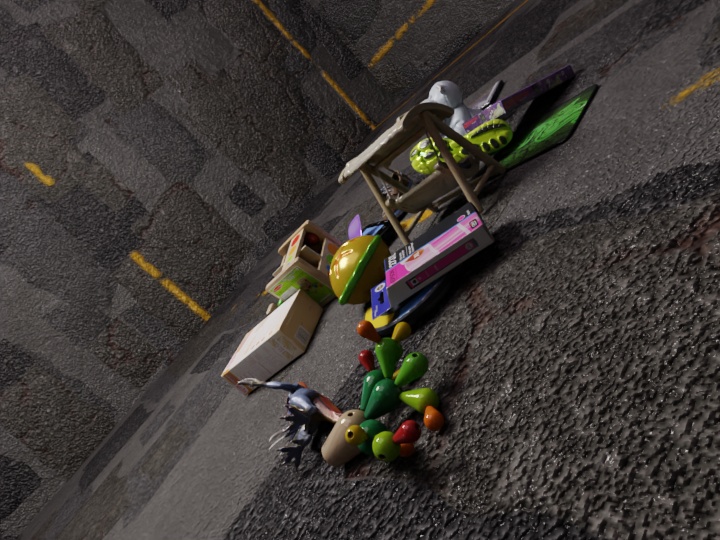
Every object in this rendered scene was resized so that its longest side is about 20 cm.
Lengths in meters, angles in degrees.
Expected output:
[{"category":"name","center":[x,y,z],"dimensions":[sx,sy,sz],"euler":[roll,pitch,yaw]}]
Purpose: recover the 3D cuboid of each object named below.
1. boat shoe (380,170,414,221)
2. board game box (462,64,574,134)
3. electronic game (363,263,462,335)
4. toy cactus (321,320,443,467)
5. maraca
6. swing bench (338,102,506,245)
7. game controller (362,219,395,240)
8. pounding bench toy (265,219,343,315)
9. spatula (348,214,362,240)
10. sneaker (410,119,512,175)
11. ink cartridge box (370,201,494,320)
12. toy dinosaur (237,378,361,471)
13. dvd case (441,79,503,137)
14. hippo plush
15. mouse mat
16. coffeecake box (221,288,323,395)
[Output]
[{"category":"boat shoe","center":[0.078,-0.181,1.291],"dimensions":[0.072,0.072,0.200],"euler":[-38,16,31]},{"category":"board game box","center":[0.304,-0.329,1.020],"dimensions":[0.200,0.032,0.120],"euler":[-31,12,-24]},{"category":"electronic game","center":[0.078,0.019,0.798],"dimensions":[0.200,0.042,0.200],"euler":[-43,14,13]},{"category":"toy cactus","center":[0.009,0.148,0.571],"dimensions":[0.165,0.102,0.200],"euler":[-52,20,19]},{"category":"maraca","center":[0.000,0.000,0.911],"dimensions":[0.138,0.107,0.200],"euler":[-64,-2,5]},{"category":"swing bench","center":[0.103,-0.171,0.925],"dimensions":[0.199,0.200,0.130],"euler":[-27,23,53]},{"category":"game controller","center":[0.020,-0.075,1.221],"dimensions":[0.105,0.042,0.200],"euler":[-55,16,-11]},{"category":"pounding bench toy","center":[-0.140,0.009,1.221],"dimensions":[0.200,0.124,0.156],"euler":[-39,28,35]},{"category":"spatula","center":[-0.019,-0.034,1.159],"dimensions":[0.057,0.020,0.201],"euler":[-46,28,46]},{"category":"sneaker","center":[0.193,-0.226,1.008],"dimensions":[0.199,0.074,0.084],"euler":[-11,-6,23]},{"category":"ink cartridge box","center":[0.087,-0.014,0.742],"dimensions":[0.200,0.037,0.095],"euler":[-37,20,16]},{"category":"toy dinosaur","center":[-0.074,0.202,0.745],"dimensions":[0.199,0.106,0.182],"euler":[-5,8,8]},{"category":"dvd case","center":[0.303,-0.438,1.473],"dimensions":[0.200,0.016,0.149],"euler":[-31,20,45]},{"category":"hippo plush","center":[0.208,-0.339,1.169],"dimensions":[0.200,0.161,0.159],"euler":[-41,14,18]},{"category":"mouse mat","center":[0.306,-0.235,0.919],"dimensions":[0.161,0.008,0.200],"euler":[-54,17,-28]},{"category":"coffeecake box","center":[-0.187,0.153,1.130],"dimensions":[0.200,0.073,0.154],"euler":[-38,16,28]}]
